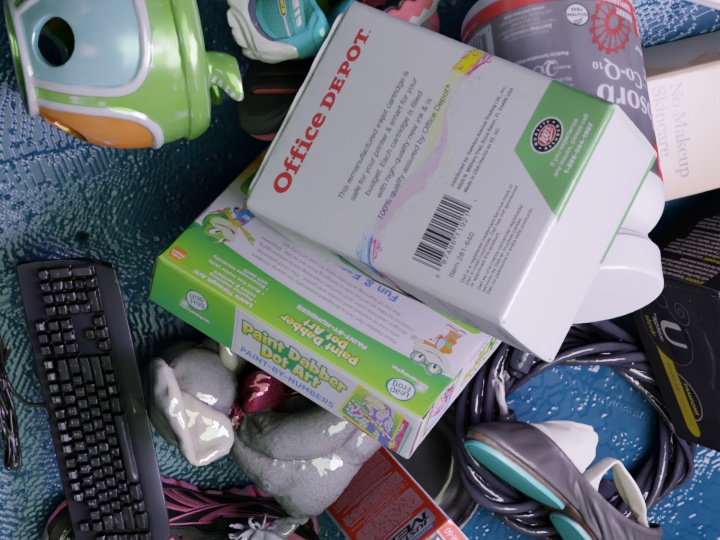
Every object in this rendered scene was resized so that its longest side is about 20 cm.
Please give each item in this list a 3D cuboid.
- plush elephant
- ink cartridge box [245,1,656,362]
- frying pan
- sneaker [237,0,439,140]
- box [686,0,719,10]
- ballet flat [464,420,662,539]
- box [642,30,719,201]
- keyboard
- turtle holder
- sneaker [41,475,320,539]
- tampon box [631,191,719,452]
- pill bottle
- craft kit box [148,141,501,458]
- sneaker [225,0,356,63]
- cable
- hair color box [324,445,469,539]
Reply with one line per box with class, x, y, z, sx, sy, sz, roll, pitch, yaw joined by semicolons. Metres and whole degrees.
plush elephant;-0.070;0.083;1.687;0.155;0.165;0.200;39;81;-12
ink cartridge box;0.053;-0.055;1.533;0.146;0.199;0.084;-62;149;-6
frying pan;0.025;0.109;1.797;0.114;0.031;0.191;-18;108;-13
sneaker;-0.002;-0.120;1.655;0.200;0.073;0.087;-41;127;-43
box;0.200;-0.284;1.655;0.199;0.171;0.200;11;102;-21
ballet flat;0.145;0.147;1.769;0.069;0.068;0.200;-54;126;-15
box;0.194;-0.099;1.762;0.199;0.078;0.096;-15;109;-13
keyboard;-0.197;0.090;1.680;0.126;0.021;0.201;-4;105;28
turtle holder;-0.155;-0.166;1.595;0.131;0.141;0.187;-12;114;-10
sneaker;-0.116;0.188;1.742;0.198;0.095;0.080;-1;109;-16
tampon box;0.305;0.019;1.784;0.199;0.126;0.151;-32;114;-22
pill bottle;0.131;-0.076;1.619;0.115;0.116;0.201;0;68;-18
craft kit box;0.000;0.000;1.634;0.199;0.198;0.049;31;134;13
sneaker;-0.011;-0.207;1.628;0.201;0.079;0.078;-65;144;-30
cable;0.160;0.120;1.822;0.200;0.051;0.164;34;82;-30
hair color box;0.036;0.185;1.702;0.064;0.200;0.111;-40;113;-2
